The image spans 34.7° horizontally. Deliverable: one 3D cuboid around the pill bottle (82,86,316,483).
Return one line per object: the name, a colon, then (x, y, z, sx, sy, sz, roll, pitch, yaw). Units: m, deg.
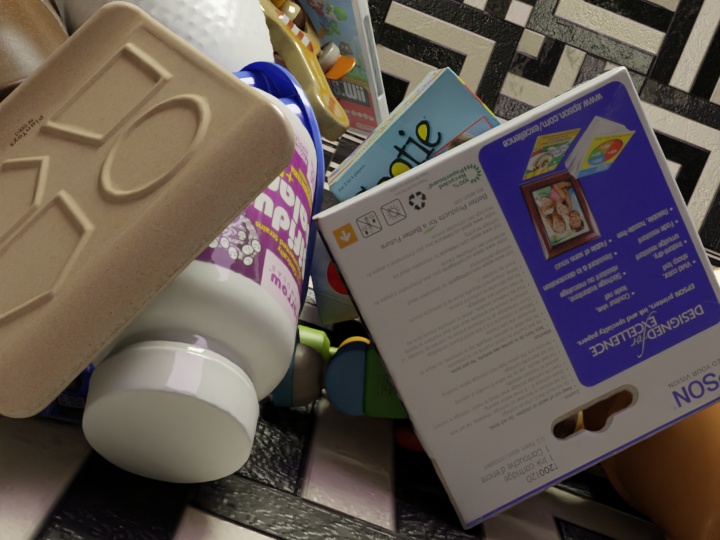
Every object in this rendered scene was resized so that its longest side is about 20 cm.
pill bottle: (-0.085, 0.004, 0.610, 0.111, 0.113, 0.202, 18, 49, -15)

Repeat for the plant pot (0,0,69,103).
plant pot: (-0.256, -0.100, 0.782, 0.199, 0.202, 0.198, 8, 25, -45)

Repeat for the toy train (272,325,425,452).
toy train: (0.003, 0.061, 0.798, 0.114, 0.086, 0.200, 4, 5, 2)

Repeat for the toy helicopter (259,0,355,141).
toy helicopter: (-0.051, -0.184, 1.002, 0.132, 0.079, 0.201, 32, 28, -51)

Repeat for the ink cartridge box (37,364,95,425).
ink cartridge box: (-0.231, 0.025, 0.615, 0.198, 0.042, 0.119, 18, 13, -24)

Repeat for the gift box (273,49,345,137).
gift box: (-0.124, -0.125, 1.081, 0.198, 0.189, 0.184, 23, 13, 13)

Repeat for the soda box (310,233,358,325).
soda box: (0.000, 0.000, 0.909, 0.063, 0.069, 0.200, -13, 0, 3)

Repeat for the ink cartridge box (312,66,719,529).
ink cartridge box: (0.101, 0.016, 0.670, 0.043, 0.197, 0.202, -115, 180, -85)

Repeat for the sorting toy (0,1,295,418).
sorting toy: (-0.140, -0.040, 0.584, 0.200, 0.185, 0.037, 40, -6, 45)

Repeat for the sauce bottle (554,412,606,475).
sauce bottle: (0.161, 0.114, 0.843, 0.198, 0.065, 0.065, 15, 14, -20)

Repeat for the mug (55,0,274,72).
mug: (-0.161, -0.166, 0.908, 0.147, 0.200, 0.176, 5, 49, -54)

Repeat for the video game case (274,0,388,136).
video game case: (-0.047, -0.220, 1.113, 0.142, 0.017, 0.201, 20, -35, 27)

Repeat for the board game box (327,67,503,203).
board game box: (0.083, -0.021, 0.740, 0.200, 0.105, 0.103, 46, 4, -8)

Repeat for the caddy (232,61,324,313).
caddy: (-0.087, -0.044, 0.801, 0.104, 0.202, 0.141, -8, 30, -36)

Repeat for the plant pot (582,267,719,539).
plant pot: (0.258, 0.116, 0.736, 0.198, 0.201, 0.141, 17, 29, -19)
